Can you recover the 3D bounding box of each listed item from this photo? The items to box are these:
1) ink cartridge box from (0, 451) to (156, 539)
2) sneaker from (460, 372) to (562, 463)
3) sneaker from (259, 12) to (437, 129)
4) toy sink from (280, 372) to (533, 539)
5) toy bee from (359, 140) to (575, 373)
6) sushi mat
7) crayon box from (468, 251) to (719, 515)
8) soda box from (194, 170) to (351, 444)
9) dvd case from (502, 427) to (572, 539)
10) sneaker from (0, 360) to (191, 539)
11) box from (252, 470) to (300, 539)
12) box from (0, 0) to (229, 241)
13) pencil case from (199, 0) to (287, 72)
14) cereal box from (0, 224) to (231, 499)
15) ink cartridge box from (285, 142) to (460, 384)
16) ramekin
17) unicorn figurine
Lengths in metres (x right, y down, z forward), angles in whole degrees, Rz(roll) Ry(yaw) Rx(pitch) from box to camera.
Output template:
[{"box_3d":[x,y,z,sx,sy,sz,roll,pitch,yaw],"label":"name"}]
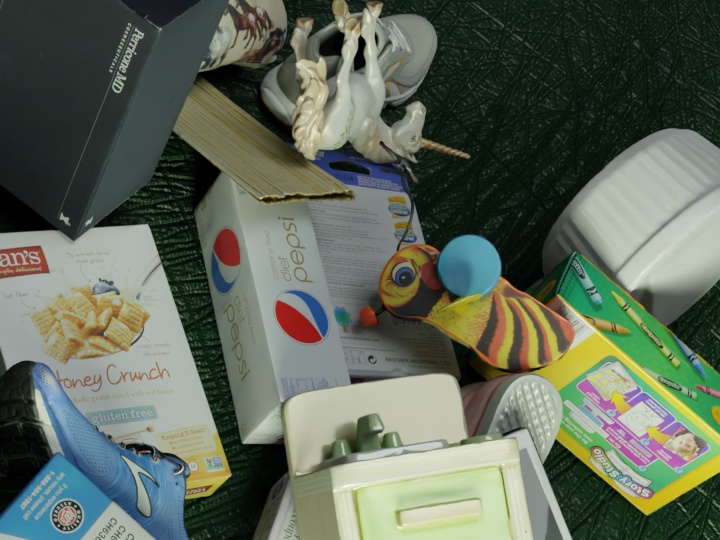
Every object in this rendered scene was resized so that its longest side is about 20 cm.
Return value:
[{"box_3d":[-0.166,0.244,1.051,0.200,0.145,0.147,42,44,-3],"label":"ink cartridge box"},{"box_3d":[0.069,0.165,1.335,0.075,0.104,0.201,36,75,-20],"label":"sneaker"},{"box_3d":[0.010,-0.180,1.512,0.076,0.092,0.200,51,45,7],"label":"sneaker"},{"box_3d":[0.035,0.166,1.183,0.129,0.112,0.202,-6,81,-17],"label":"toy sink"},{"box_3d":[0.058,0.018,1.355,0.200,0.109,0.131,44,-1,29],"label":"toy bee"},{"box_3d":[-0.099,-0.102,1.366,0.095,0.012,0.200,-7,35,-44],"label":"sushi mat"},{"box_3d":[0.198,0.092,1.428,0.200,0.119,0.058,40,45,-9],"label":"crayon box"},{"box_3d":[-0.066,0.023,1.331,0.063,0.068,0.201,4,58,-31],"label":"soda box"},{"box_3d":[0.086,0.228,1.258,0.149,0.025,0.201,-21,87,-18],"label":"dvd case"},{"box_3d":[-0.162,0.131,1.138,0.089,0.078,0.201,-48,125,-34],"label":"sneaker"},{"box_3d":[-0.064,0.223,1.212,0.039,0.041,0.201,31,47,-13],"label":"box"},{"box_3d":[-0.210,-0.159,1.245,0.182,0.201,0.104,37,40,8],"label":"box"},{"box_3d":[-0.136,-0.184,1.400,0.200,0.077,0.090,-21,108,-54],"label":"pencil case"},{"box_3d":[-0.183,0.065,1.239,0.143,0.040,0.201,-5,63,-36],"label":"cereal box"},{"box_3d":[0.000,0.000,1.414,0.119,0.042,0.201,6,60,-34],"label":"ink cartridge box"},{"box_3d":[0.238,-0.028,1.500,0.202,0.203,0.094,-23,62,-43],"label":"ramekin"},{"box_3d":[-0.003,-0.135,1.399,0.199,0.073,0.138,-24,119,-47],"label":"unicorn figurine"}]
